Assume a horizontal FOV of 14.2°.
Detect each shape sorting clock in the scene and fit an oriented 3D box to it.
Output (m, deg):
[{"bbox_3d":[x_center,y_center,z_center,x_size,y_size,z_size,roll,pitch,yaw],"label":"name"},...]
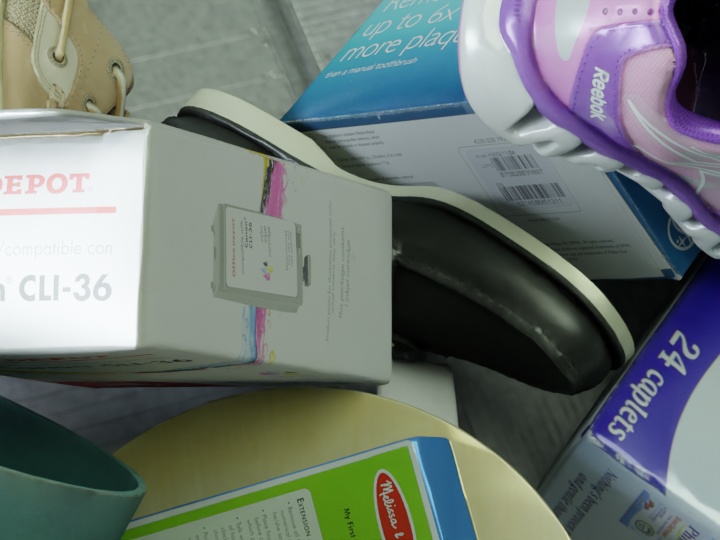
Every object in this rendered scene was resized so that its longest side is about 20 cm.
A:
[{"bbox_3d":[-0.019,0.136,0.906,0.200,0.039,0.200,-2,77,11],"label":"shape sorting clock"}]

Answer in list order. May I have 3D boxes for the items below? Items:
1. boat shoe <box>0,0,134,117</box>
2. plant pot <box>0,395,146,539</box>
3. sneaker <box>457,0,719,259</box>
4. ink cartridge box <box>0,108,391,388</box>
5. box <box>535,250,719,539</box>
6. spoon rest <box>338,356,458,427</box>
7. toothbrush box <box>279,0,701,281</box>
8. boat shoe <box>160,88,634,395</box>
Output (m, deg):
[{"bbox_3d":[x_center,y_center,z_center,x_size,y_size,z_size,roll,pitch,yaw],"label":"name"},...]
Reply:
[{"bbox_3d":[-0.111,-0.068,1.019,0.064,0.071,0.200,2,61,-13],"label":"boat shoe"},{"bbox_3d":[-0.186,0.099,0.842,0.200,0.201,0.161,23,91,-2],"label":"plant pot"},{"bbox_3d":[0.127,-0.052,0.906,0.200,0.088,0.081,21,72,-37],"label":"sneaker"},{"bbox_3d":[-0.084,-0.003,0.869,0.116,0.200,0.068,-2,83,27],"label":"ink cartridge box"},{"bbox_3d":[0.188,0.068,1.005,0.200,0.105,0.184,35,60,5],"label":"box"},{"bbox_3d":[0.009,0.112,0.960,0.099,0.061,0.200,8,60,-9],"label":"spoon rest"},{"bbox_3d":[0.091,-0.090,1.031,0.200,0.146,0.085,-49,119,-30],"label":"toothbrush box"},{"bbox_3d":[0.001,0.002,0.983,0.201,0.074,0.063,24,62,31],"label":"boat shoe"}]
